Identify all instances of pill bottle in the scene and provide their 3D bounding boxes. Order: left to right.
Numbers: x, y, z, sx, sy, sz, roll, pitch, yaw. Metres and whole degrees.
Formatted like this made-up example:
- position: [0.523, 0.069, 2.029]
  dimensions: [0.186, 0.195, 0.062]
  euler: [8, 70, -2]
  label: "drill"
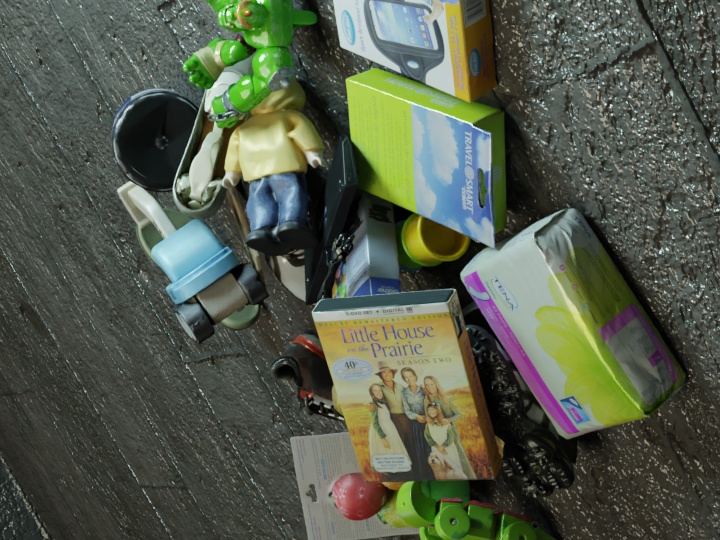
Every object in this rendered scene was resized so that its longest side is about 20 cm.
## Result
- position: [-0.233, -0.154, 1.732]
  dimensions: [0.112, 0.111, 0.200]
  euler: [62, 176, -11]
  label: "pill bottle"

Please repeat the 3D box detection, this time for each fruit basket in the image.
- position: [0.028, 0.241, 1.722]
  dimensions: [0.198, 0.094, 0.186]
  euler: [-3, 130, 6]
  label: "fruit basket"

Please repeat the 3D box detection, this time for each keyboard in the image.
- position: [-0.029, -0.032, 1.516]
  dimensions: [0.201, 0.020, 0.128]
  euler: [109, 162, -51]
  label: "keyboard"

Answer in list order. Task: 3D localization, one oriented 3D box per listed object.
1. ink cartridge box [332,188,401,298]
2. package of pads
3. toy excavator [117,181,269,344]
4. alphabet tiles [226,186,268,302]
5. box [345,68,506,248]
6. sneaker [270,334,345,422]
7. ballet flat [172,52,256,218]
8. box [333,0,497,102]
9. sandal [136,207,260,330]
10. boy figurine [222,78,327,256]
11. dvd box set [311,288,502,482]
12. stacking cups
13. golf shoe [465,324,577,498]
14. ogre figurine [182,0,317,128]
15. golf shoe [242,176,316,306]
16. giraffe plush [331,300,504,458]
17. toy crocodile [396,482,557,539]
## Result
- position: [0.000, 0.000, 1.532]
  dimensions: [0.119, 0.042, 0.201]
  euler: [127, 142, -53]
  label: "ink cartridge box"
- position: [0.194, 0.051, 1.382]
  dimensions: [0.201, 0.068, 0.154]
  euler: [56, 152, -2]
  label: "package of pads"
- position: [-0.207, -0.027, 1.739]
  dimensions: [0.201, 0.100, 0.194]
  euler: [58, 169, -5]
  label: "toy excavator"
- position: [-0.146, -0.078, 1.737]
  dimensions: [0.167, 0.007, 0.201]
  euler: [89, 161, -72]
  label: "alphabet tiles"
- position: [0.069, -0.110, 1.418]
  dimensions: [0.199, 0.047, 0.123]
  euler: [26, 132, 43]
  label: "box"
- position: [-0.034, 0.161, 1.831]
  dimensions: [0.200, 0.082, 0.077]
  euler: [35, 145, 34]
  label: "sneaker"
- position: [-0.150, -0.150, 1.606]
  dimensions: [0.067, 0.201, 0.064]
  euler: [19, -174, 6]
  label: "ballet flat"
- position: [0.036, -0.239, 1.357]
  dimensions: [0.199, 0.041, 0.120]
  euler: [27, 140, 38]
  label: "box"
- position: [-0.202, -0.010, 1.924]
  dimensions: [0.201, 0.080, 0.057]
  euler: [43, 155, 5]
  label: "sandal"
- position: [-0.091, -0.119, 1.554]
  dimensions: [0.124, 0.064, 0.201]
  euler: [-17, 65, 26]
  label: "boy figurine"
- position: [0.047, 0.115, 1.453]
  dimensions: [0.145, 0.029, 0.201]
  euler: [-4, 117, 24]
  label: "dvd box set"
- position: [0.043, -0.018, 1.553]
  dimensions: [0.061, 0.060, 0.200]
  euler: [57, 152, -3]
  label: "stacking cups"
- position: [0.153, 0.127, 1.490]
  dimensions: [0.077, 0.095, 0.201]
  euler: [-18, 112, 35]
  label: "golf shoe"
- position: [-0.114, -0.254, 1.512]
  dimensions: [0.119, 0.201, 0.098]
  euler: [-1, 163, 45]
  label: "ogre figurine"
- position: [-0.078, -0.041, 1.656]
  dimensions: [0.201, 0.077, 0.095]
  euler: [62, 179, -14]
  label: "golf shoe"
- position: [0.090, 0.138, 1.582]
  dimensions: [0.199, 0.173, 0.163]
  euler: [-27, 110, 27]
  label: "giraffe plush"
- position: [0.133, 0.282, 1.652]
  dimensions: [0.199, 0.062, 0.068]
  euler: [16, 156, -11]
  label: "toy crocodile"
